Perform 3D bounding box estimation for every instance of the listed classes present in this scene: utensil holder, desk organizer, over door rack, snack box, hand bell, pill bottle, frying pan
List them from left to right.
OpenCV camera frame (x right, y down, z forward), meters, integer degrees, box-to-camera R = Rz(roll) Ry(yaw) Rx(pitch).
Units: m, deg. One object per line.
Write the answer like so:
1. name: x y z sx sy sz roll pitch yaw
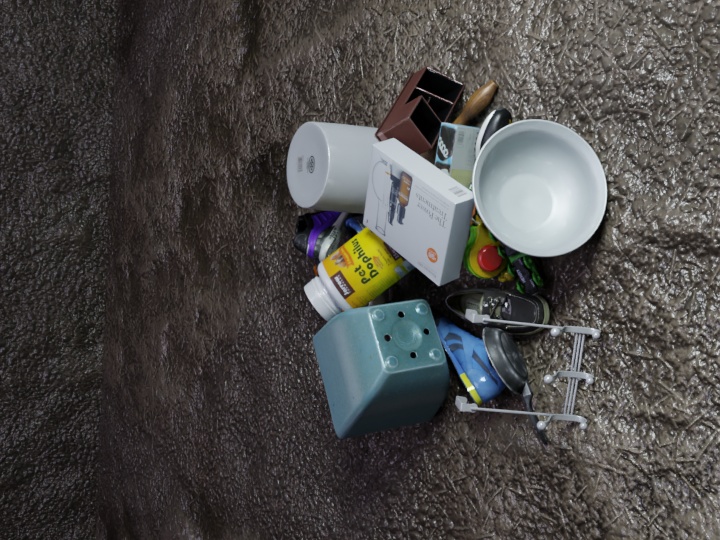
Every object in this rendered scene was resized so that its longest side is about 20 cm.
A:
1. utensil holder: -0.018 -0.192 1.568 0.169 0.197 0.174 -1 88 54
2. pill bottle: 0.000 0.000 1.459 0.199 0.109 0.110 -37 52 7
3. desk organizer: 0.104 -0.272 1.400 0.076 0.072 0.201 -22 29 42
4. hand bell: 0.166 -0.245 1.420 0.200 0.103 0.105 -47 52 29
5. snack box: 0.163 -0.137 1.373 0.037 0.115 0.204 18 104 39
6. frying pan: 0.239 0.170 1.272 0.031 0.114 0.192 -32 62 22
7. over door rack: 0.242 0.147 1.200 0.067 0.196 0.151 -53 -30 -81

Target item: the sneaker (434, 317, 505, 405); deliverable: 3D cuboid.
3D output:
1. sneaker: 0.188 0.140 1.395 0.078 0.066 0.201 -34 39 5

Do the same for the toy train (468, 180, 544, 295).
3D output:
1. toy train: 0.227 -0.055 1.284 0.041 0.056 0.202 -29 87 28

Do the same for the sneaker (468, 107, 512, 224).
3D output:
1. sneaker: 0.229 -0.156 1.334 0.089 0.069 0.204 25 111 37

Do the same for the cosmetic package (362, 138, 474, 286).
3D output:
1. cosmetic package: 0.087 -0.094 1.306 0.200 0.051 0.153 41 139 37

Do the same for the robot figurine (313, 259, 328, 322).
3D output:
1. robot figurine: -0.048 0.068 1.697 0.145 0.057 0.203 73 -178 -67

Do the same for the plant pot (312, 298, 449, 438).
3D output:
1. plant pot: 0.051 0.150 1.427 0.201 0.192 0.199 123 136 -57

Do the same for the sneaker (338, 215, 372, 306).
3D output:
1. sneaker: -0.010 -0.013 1.653 0.077 0.084 0.204 10 98 55

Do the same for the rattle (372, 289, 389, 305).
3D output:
1. rattle: 0.075 0.017 1.577 0.130 0.140 0.204 -105 5 -79

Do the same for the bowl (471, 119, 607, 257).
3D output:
1. bowl: 0.252 -0.111 1.215 0.090 0.197 0.205 113 151 -79

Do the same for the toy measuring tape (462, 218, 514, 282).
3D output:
1. toy measuring tape: 0.172 -0.047 1.320 0.074 0.200 0.074 -44 13 13

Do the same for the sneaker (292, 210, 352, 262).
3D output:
1. sneaker: -0.078 -0.095 1.664 0.098 0.201 0.071 18 125 9

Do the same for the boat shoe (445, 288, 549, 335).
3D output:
1. boat shoe: 0.216 0.065 1.337 0.200 0.065 0.073 8 96 55
